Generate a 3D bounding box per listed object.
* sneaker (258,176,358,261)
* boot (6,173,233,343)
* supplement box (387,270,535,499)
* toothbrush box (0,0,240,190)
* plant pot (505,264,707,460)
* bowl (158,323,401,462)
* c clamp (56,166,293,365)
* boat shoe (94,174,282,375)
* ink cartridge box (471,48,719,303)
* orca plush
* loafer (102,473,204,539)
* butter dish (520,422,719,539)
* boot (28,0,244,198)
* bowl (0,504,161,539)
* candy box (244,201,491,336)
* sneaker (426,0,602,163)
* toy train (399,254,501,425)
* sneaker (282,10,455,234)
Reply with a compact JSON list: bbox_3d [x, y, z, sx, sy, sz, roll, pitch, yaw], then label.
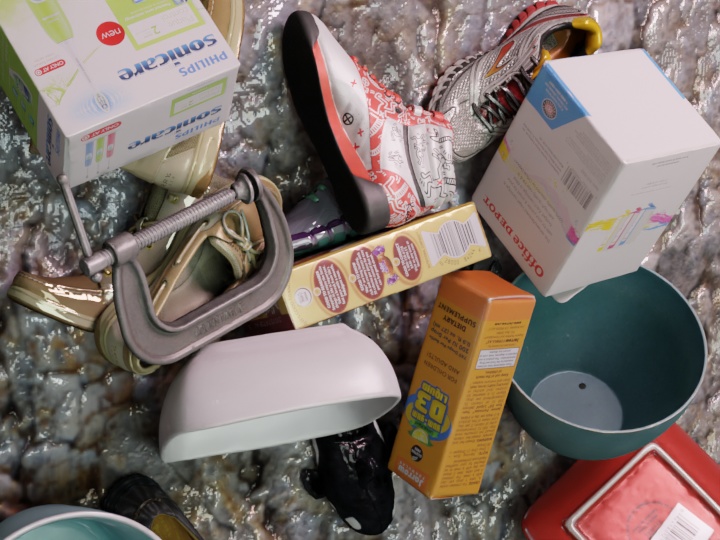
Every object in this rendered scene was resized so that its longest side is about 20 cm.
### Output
[{"bbox_3d":[-0.019,-0.071,1.447,0.199,0.074,0.088,-21,90,-28],"label":"sneaker"},{"bbox_3d":[-0.185,-0.023,1.348,0.199,0.072,0.155,12,97,-37],"label":"boot"},{"bbox_3d":[0.090,0.104,1.474,0.069,0.066,0.201,-4,114,-43],"label":"supplement box"},{"bbox_3d":[-0.204,-0.183,1.227,0.145,0.086,0.200,-25,73,-22],"label":"toothbrush box"},{"bbox_3d":[0.217,0.102,1.561,0.200,0.200,0.135,-26,151,-22],"label":"plant pot"},{"bbox_3d":[-0.074,0.101,1.374,0.199,0.200,0.075,-8,78,-12],"label":"bowl"},{"bbox_3d":[-0.130,-0.018,1.256,0.200,0.027,0.172,-24,115,-38],"label":"c clamp"},{"bbox_3d":[-0.126,0.004,1.315,0.201,0.063,0.073,-44,125,-21],"label":"boat shoe"},{"bbox_3d":[0.205,-0.081,1.485,0.125,0.129,0.200,-13,146,-34],"label":"ink cartridge box"},{"bbox_3d":[0.006,0.160,1.502,0.105,0.071,0.201,-6,105,-29],"label":"orca plush"},{"bbox_3d":[-0.154,0.270,1.435,0.073,0.072,0.200,-43,119,-15],"label":"loafer"},{"bbox_3d":[0.285,0.277,1.659,0.200,0.148,0.199,-40,74,-17],"label":"butter dish"},{"bbox_3d":[-0.180,-0.168,1.311,0.155,0.073,0.201,13,74,-14],"label":"boot"},{"bbox_3d":[-0.254,0.275,1.355,0.200,0.105,0.202,-7,108,-24],"label":"bowl"},{"bbox_3d":[0.000,0.000,1.428,0.199,0.117,0.057,-22,94,-25],"label":"candy box"},{"bbox_3d":[0.139,-0.175,1.492,0.200,0.082,0.078,-46,120,-12],"label":"sneaker"},{"bbox_3d":[0.086,0.077,1.549,0.201,0.034,0.046,-66,157,-2],"label":"toy train"},{"bbox_3d":[0.011,-0.137,1.408,0.108,0.067,0.202,-18,82,-26],"label":"sneaker"}]
